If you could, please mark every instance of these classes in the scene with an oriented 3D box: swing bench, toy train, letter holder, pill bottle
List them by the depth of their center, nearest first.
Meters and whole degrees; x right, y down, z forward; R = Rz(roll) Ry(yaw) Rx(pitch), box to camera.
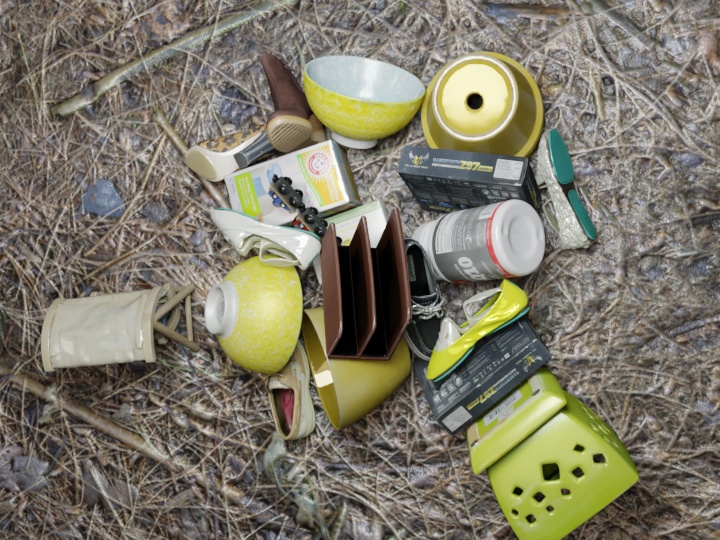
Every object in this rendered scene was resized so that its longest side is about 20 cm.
[{"bbox_3d":[0.006,0.013,1.282,0.100,0.142,0.201,4,57,-15],"label":"letter holder"},{"bbox_3d":[0.178,-0.039,1.332,0.199,0.113,0.115,-9,87,51],"label":"pill bottle"},{"bbox_3d":[-0.085,-0.077,1.381,0.046,0.034,0.200,-24,121,29],"label":"toy train"},{"bbox_3d":[-0.407,0.094,1.462,0.197,0.200,0.131,-6,88,12],"label":"swing bench"}]

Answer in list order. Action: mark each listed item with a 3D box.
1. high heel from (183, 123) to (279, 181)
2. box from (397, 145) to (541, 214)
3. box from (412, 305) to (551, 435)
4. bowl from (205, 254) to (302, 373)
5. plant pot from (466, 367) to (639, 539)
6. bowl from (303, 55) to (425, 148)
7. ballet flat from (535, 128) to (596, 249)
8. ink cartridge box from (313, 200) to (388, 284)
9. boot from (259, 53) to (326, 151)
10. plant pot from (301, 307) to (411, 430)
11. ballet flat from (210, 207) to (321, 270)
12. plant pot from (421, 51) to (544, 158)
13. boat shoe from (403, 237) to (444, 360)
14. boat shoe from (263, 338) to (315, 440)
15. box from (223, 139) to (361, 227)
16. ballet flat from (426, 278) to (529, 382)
[{"bbox_3d":[-0.213,-0.218,1.506,0.199,0.142,0.072,3,123,43],"label":"high heel"},{"bbox_3d":[0.174,-0.133,1.336,0.198,0.158,0.051,10,75,23],"label":"box"},{"bbox_3d":[0.186,0.142,1.346,0.200,0.158,0.051,-40,118,9],"label":"box"},{"bbox_3d":[-0.190,0.067,1.401,0.200,0.107,0.202,-17,70,53],"label":"bowl"},{"bbox_3d":[0.271,0.270,1.292,0.200,0.199,0.182,-41,94,9],"label":"plant pot"},{"bbox_3d":[-0.001,-0.265,1.398,0.199,0.200,0.108,19,122,12],"label":"bowl"},{"bbox_3d":[0.315,-0.125,1.372,0.071,0.072,0.202,-19,85,12],"label":"ballet flat"},{"bbox_3d":[0.000,0.000,1.450,0.144,0.048,0.202,-19,83,11],"label":"ink cartridge box"},{"bbox_3d":[-0.132,-0.280,1.404,0.072,0.200,0.167,-30,81,16],"label":"boot"},{"bbox_3d":[-0.001,0.141,1.392,0.141,0.200,0.202,-16,86,-13],"label":"plant pot"},{"bbox_3d":[-0.161,-0.048,1.363,0.198,0.069,0.070,16,93,15],"label":"ballet flat"},{"bbox_3d":[0.186,-0.251,1.336,0.199,0.189,0.203,0,91,13],"label":"plant pot"},{"bbox_3d":[0.097,0.048,1.325,0.073,0.068,0.201,-11,99,-14],"label":"boat shoe"},{"bbox_3d":[-0.128,0.191,1.459,0.074,0.066,0.202,-18,85,30],"label":"boat shoe"},{"bbox_3d":[-0.112,-0.134,1.447,0.198,0.101,0.114,-16,87,12],"label":"box"},{"bbox_3d":[0.165,0.086,1.303,0.200,0.067,0.067,-39,100,10],"label":"ballet flat"}]
